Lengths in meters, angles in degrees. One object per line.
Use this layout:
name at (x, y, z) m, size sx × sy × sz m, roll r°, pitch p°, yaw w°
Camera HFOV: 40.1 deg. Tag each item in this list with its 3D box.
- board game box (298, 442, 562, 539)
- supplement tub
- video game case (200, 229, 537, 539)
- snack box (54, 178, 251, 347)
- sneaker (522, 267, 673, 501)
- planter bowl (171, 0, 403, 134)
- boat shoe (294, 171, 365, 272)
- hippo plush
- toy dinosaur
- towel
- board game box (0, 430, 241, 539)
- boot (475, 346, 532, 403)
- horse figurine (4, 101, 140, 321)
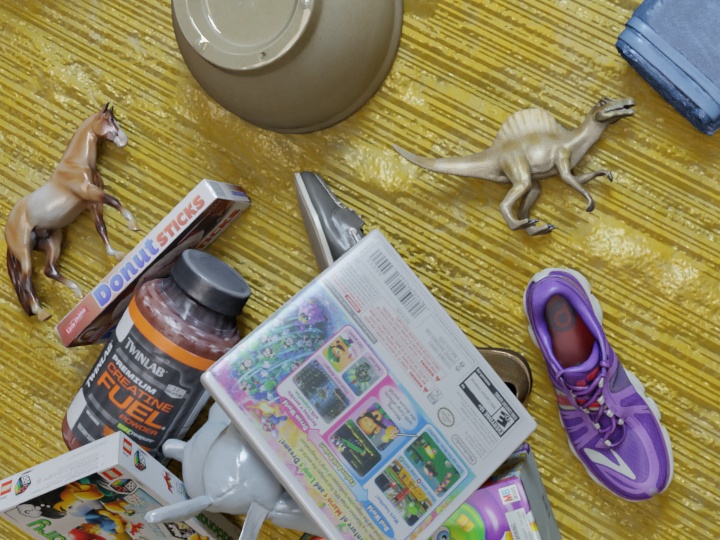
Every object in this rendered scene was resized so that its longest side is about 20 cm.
board game box at (0.061, 0.234, 0.823) m, size 0.197 × 0.103 × 0.107 m, roll -21°, pitch 89°, yaw 15°
supplement tub at (-0.176, 0.083, 0.871) m, size 0.106 × 0.107 × 0.202 m, roll 34°, pitch 103°, yaw 9°
video game case at (0.009, 0.100, 0.743) m, size 0.181 × 0.024 × 0.201 m, roll -39°, pitch 87°, yaw -19°
snack box at (-0.186, -0.005, 0.883) m, size 0.199 × 0.072 × 0.024 m, roll -42°, pitch 78°, yaw 14°
sneaker at (0.182, 0.097, 0.790) m, size 0.080 × 0.083 × 0.203 m, roll -29°, pitch 88°, yaw 15°
planter bowl at (-0.074, -0.218, 0.804) m, size 0.196 × 0.135 × 0.205 m, roll 1°, pitch 95°, yaw 15°
boat shoe at (0.000, 0.000, 0.834) m, size 0.056 × 0.067 × 0.203 m, roll -20°, pitch 70°, yaw -10°
hippo plush at (-0.075, 0.164, 0.811) m, size 0.158 × 0.160 × 0.202 m, roll 37°, pitch 63°, yaw -10°
toy dinosaur at (0.132, -0.082, 0.811) m, size 0.196 × 0.058 × 0.103 m, roll -14°, pitch 77°, yaw 8°
towel at (0.297, -0.214, 0.750) m, size 0.112 × 0.048 × 0.200 m, roll 44°, pitch 104°, yaw 7°
board game box at (-0.202, 0.221, 0.862) m, size 0.124 × 0.035 × 0.201 m, roll -23°, pitch 134°, yaw 15°
boot at (0.043, 0.098, 0.832) m, size 0.196 × 0.075 × 0.075 m, roll -5°, pitch 95°, yaw 16°
horse figurine at (-0.275, -0.043, 0.912) m, size 0.199 × 0.050 × 0.134 m, roll -41°, pitch 72°, yaw 21°
